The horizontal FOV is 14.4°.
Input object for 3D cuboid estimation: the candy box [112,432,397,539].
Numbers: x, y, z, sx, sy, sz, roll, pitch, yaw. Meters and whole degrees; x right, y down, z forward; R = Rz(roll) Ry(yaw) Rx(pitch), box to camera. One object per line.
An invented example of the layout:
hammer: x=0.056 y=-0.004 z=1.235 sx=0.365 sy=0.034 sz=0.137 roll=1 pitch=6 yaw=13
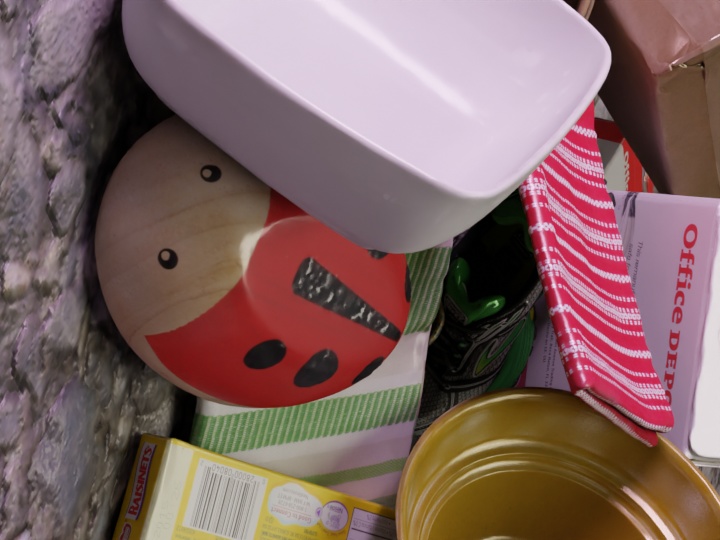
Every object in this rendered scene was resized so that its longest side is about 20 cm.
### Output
candy box: x=-0.047 y=0.152 z=1.418 sx=0.199 sy=0.026 sz=0.103 roll=23 pitch=83 yaw=-46

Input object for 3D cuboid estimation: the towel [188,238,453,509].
towel: x=-0.025 y=0.056 z=1.436 sx=0.152 sy=0.023 sz=0.201 roll=-7 pitch=116 yaw=-40

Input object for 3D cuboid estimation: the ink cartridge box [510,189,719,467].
ink cartridge box: x=0.165 y=0.030 z=1.626 sx=0.084 sy=0.200 sz=0.146 roll=7 pitch=90 yaw=-32

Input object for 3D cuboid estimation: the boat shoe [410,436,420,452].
boat shoe: x=0.044 y=0.111 z=1.698 sx=0.067 sy=0.057 sz=0.201 roll=46 pitch=59 yaw=-67

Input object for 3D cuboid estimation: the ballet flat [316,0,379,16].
ballet flat: x=-0.002 y=-0.173 z=1.390 sx=0.069 sy=0.063 sz=0.202 roll=0 pitch=102 yaw=-64

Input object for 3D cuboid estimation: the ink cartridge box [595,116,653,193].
ink cartridge box: x=0.126 y=-0.020 z=1.822 sx=0.200 sy=0.067 sz=0.117 roll=-55 pitch=151 yaw=-44

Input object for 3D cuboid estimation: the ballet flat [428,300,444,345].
ballet flat: x=0.000 y=0.000 z=1.500 sx=0.200 sy=0.070 sz=0.071 roll=45 pitch=60 yaw=-66

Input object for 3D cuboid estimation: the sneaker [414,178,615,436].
sneaker: x=0.061 y=0.018 z=1.613 sx=0.085 sy=0.078 sz=0.201 roll=-23 pitch=150 yaw=-51

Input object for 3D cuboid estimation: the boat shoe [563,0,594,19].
boat shoe: x=0.071 y=-0.105 z=1.560 sx=0.065 sy=0.071 sz=0.201 roll=-80 pitch=-164 yaw=-74

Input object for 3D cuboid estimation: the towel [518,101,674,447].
towel: x=0.113 y=-0.018 z=1.469 sx=0.145 sy=0.022 sz=0.201 roll=33 pitch=41 yaw=-63

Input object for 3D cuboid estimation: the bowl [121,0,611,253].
bowl: x=-0.005 y=-0.094 z=1.279 sx=0.075 sy=0.200 sz=0.200 roll=-57 pitch=173 yaw=35

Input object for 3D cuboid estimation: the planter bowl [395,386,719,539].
planter bowl: x=0.097 y=0.167 z=1.473 sx=0.201 sy=0.200 sz=0.084 roll=-58 pitch=180 yaw=-42

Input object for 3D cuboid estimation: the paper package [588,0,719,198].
paper package: x=0.180 y=-0.157 z=1.683 sx=0.103 sy=0.201 sz=0.191 roll=-27 pitch=149 yaw=-4

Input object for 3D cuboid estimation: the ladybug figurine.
ladybug figurine: x=-0.039 y=0.000 z=1.316 sx=0.200 sy=0.072 sz=0.137 roll=26 pitch=85 yaw=-50
